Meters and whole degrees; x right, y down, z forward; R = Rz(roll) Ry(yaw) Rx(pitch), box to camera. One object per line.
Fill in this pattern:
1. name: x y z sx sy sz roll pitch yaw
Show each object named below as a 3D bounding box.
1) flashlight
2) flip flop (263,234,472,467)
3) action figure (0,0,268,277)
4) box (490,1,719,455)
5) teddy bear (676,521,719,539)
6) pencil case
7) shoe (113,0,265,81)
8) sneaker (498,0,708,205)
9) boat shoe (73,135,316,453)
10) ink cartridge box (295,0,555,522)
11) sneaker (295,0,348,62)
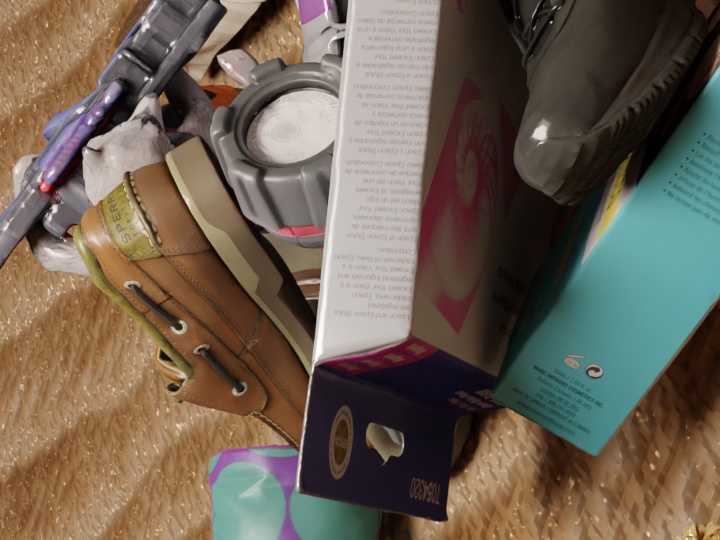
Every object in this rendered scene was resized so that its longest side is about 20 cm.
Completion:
1. flashlight: 0.000 0.000 0.909 0.068 0.068 0.200 57 173 40
2. flip flop: -0.014 0.033 1.061 0.200 0.057 0.081 50 129 51
3. action figure: -0.073 -0.058 1.001 0.200 0.105 0.193 -53 -5 12
4. box: 0.118 -0.029 0.806 0.200 0.049 0.082 -59 4 39
5. teddy bear: 0.143 0.178 0.759 0.145 0.067 0.201 14 100 58
6. pencil case: -0.023 0.179 1.035 0.085 0.092 0.201 -10 73 17
7. shoe: -0.063 -0.164 1.186 0.200 0.053 0.070 -41 20 47
8. sneaker: 0.078 -0.100 0.794 0.076 0.091 0.200 -56 6 42
9. boat shoe: -0.058 0.022 0.944 0.200 0.068 0.072 60 -178 -46
10. ink cartridge box: 0.034 -0.007 0.851 0.043 0.196 0.201 3 82 18
11. sneaker: 0.012 -0.087 0.957 0.140 0.077 0.200 -108 7 -50
